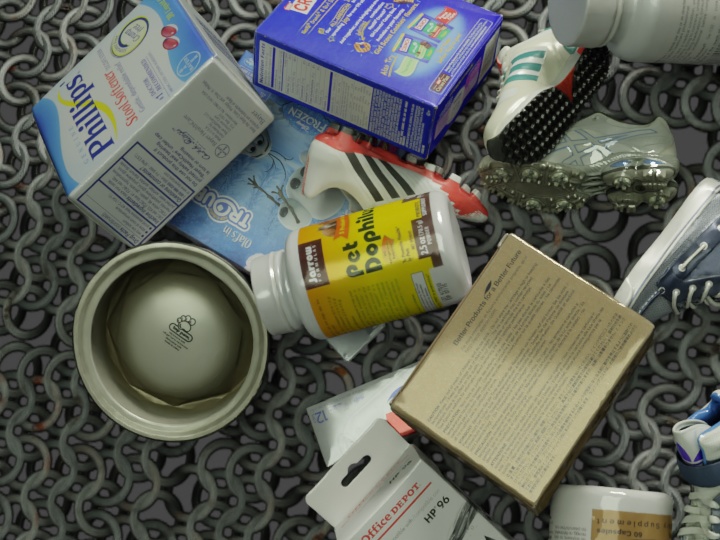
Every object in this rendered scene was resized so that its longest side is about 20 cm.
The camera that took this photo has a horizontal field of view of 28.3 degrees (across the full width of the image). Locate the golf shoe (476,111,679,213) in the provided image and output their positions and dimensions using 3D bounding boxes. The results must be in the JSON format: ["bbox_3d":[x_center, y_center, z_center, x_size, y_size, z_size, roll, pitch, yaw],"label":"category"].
[{"bbox_3d":[0.217,-0.113,1.427,0.198,0.079,0.098,3,59,10],"label":"golf shoe"}]

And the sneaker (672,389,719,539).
[{"bbox_3d":[0.311,0.206,1.302,0.146,0.080,0.201,41,78,-22],"label":"sneaker"}]

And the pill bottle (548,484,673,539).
[{"bbox_3d":[0.227,0.303,1.319,0.113,0.114,0.202,3,81,11],"label":"pill bottle"}]

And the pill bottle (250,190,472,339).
[{"bbox_3d":[0.000,0.000,1.365,0.198,0.109,0.110,-16,78,9],"label":"pill bottle"}]

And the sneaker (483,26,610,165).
[{"bbox_3d":[0.163,-0.176,1.410,0.093,0.071,0.200,17,51,36],"label":"sneaker"}]

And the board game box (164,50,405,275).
[{"bbox_3d":[-0.086,-0.094,1.476,0.199,0.043,0.200,30,83,13],"label":"board game box"}]

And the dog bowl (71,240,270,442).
[{"bbox_3d":[-0.184,0.066,1.436,0.198,0.074,0.203,1,99,5],"label":"dog bowl"}]

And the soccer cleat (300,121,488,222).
[{"bbox_3d":[0.034,-0.076,1.419,0.198,0.069,0.086,22,96,-21],"label":"soccer cleat"}]

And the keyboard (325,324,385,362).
[{"bbox_3d":[-0.059,0.005,1.482,0.056,0.011,0.200,-44,75,6],"label":"keyboard"}]

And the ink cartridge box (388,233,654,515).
[{"bbox_3d":[0.150,0.096,1.318,0.164,0.075,0.201,34,83,18],"label":"ink cartridge box"}]

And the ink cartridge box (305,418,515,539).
[{"bbox_3d":[0.055,0.250,1.350,0.200,0.068,0.116,43,90,-8],"label":"ink cartridge box"}]

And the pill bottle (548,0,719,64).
[{"bbox_3d":[0.287,-0.256,1.359,0.198,0.114,0.116,-1,79,-17],"label":"pill bottle"}]

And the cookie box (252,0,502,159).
[{"bbox_3d":[0.017,-0.220,1.429,0.198,0.076,0.172,25,49,13],"label":"cookie box"}]

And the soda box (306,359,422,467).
[{"bbox_3d":[0.051,0.130,1.407,0.198,0.068,0.064,-23,77,6],"label":"soda box"}]

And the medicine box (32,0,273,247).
[{"bbox_3d":[-0.213,-0.158,1.443,0.200,0.103,0.183,-42,41,6],"label":"medicine box"}]

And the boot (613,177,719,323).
[{"bbox_3d":[0.315,0.012,1.370,0.090,0.073,0.201,35,88,23],"label":"boot"}]
